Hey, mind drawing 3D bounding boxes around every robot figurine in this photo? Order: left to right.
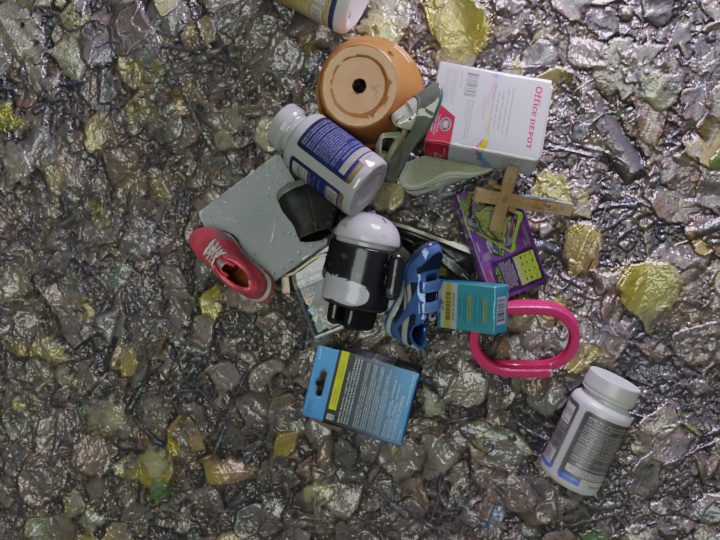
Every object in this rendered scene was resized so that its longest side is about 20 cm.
[{"bbox_3d":[0.002,0.000,1.355,0.147,0.125,0.204,12,95,4],"label":"robot figurine"}]

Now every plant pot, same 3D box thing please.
[{"bbox_3d":[0.008,-0.316,1.361,0.196,0.140,0.204,1,96,10],"label":"plant pot"}]

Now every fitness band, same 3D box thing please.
[{"bbox_3d":[0.292,0.122,1.391,0.196,0.038,0.146,0,115,7],"label":"fitness band"}]

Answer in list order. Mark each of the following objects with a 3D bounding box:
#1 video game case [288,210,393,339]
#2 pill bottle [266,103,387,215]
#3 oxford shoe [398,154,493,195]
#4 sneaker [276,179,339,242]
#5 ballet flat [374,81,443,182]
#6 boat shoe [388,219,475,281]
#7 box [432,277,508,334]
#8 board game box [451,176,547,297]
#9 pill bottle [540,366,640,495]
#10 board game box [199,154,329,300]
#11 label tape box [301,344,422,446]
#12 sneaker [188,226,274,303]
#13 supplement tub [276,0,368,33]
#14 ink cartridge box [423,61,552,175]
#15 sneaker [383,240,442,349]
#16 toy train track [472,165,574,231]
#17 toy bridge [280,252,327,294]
[{"bbox_3d":[-0.030,0.010,1.463,0.197,0.023,0.185,-22,92,10],"label":"video game case"},{"bbox_3d":[-0.061,-0.194,1.319,0.199,0.111,0.112,38,101,15],"label":"pill bottle"},{"bbox_3d":[0.161,-0.185,1.395,0.197,0.058,0.076,-18,69,-3],"label":"oxford shoe"},{"bbox_3d":[-0.042,-0.124,1.393,0.197,0.075,0.107,-24,73,-12],"label":"sneaker"},{"bbox_3d":[0.071,-0.233,1.311,0.063,0.068,0.201,9,131,-27],"label":"ballet flat"},{"bbox_3d":[0.117,-0.039,1.407,0.197,0.072,0.069,23,96,4],"label":"boat shoe"},{"bbox_3d":[0.163,0.058,1.374,0.198,0.049,0.084,5,97,40],"label":"box"},{"bbox_3d":[0.248,-0.055,1.381,0.118,0.032,0.203,-20,93,-22],"label":"board game box"},{"bbox_3d":[0.408,0.281,1.373,0.112,0.114,0.203,24,100,6],"label":"pill bottle"},{"bbox_3d":[-0.181,-0.079,1.453,0.198,0.026,0.202,-34,75,12],"label":"board game box"},{"bbox_3d":[0.003,0.226,1.460,0.197,0.063,0.147,16,99,7],"label":"label tape box"},{"bbox_3d":[-0.242,-0.020,1.406,0.199,0.087,0.074,37,94,18],"label":"sneaker"},{"bbox_3d":[-0.083,-0.520,1.351,0.198,0.144,0.146,28,100,5],"label":"supplement tub"},{"bbox_3d":[0.217,-0.260,1.338,0.196,0.086,0.150,12,80,4],"label":"ink cartridge box"},{"bbox_3d":[0.108,0.045,1.341,0.082,0.073,0.203,38,124,37],"label":"sneaker"},{"bbox_3d":[0.282,-0.123,1.359,0.196,0.033,0.117,7,111,-21],"label":"toy train track"},{"bbox_3d":[-0.052,0.000,1.440,0.196,0.027,0.069,-6,94,11],"label":"toy bridge"}]
